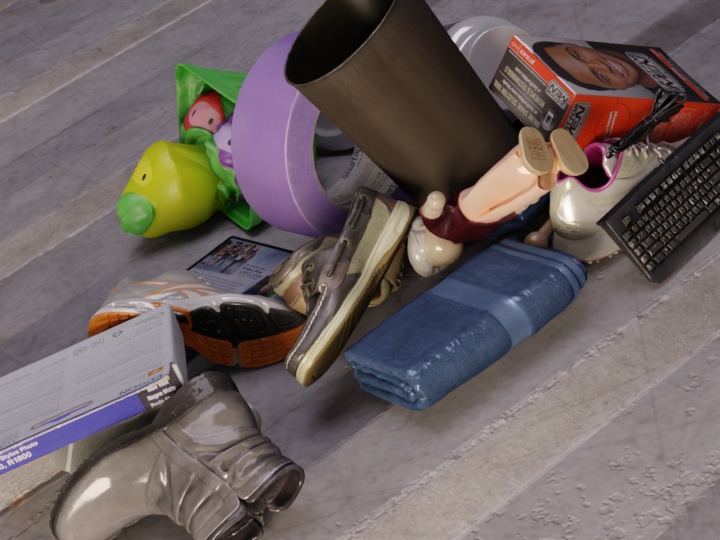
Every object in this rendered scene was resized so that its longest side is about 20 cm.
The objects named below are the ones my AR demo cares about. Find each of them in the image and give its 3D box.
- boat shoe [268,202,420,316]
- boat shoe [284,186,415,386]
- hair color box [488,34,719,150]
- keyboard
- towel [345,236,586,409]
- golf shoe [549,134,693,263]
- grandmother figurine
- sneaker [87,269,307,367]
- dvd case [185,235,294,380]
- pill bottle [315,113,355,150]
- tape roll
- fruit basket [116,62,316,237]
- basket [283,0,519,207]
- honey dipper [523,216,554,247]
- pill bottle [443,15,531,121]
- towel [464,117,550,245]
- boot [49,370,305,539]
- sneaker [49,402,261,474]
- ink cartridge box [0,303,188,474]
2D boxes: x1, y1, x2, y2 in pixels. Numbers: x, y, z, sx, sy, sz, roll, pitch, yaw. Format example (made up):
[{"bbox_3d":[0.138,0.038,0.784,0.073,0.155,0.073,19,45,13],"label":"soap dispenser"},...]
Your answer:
[{"bbox_3d":[0.000,0.000,1.701,0.199,0.074,0.076,-27,-16,-46],"label":"boat shoe"},{"bbox_3d":[-0.021,0.010,1.593,0.066,0.072,0.202,28,58,6],"label":"boat shoe"},{"bbox_3d":[0.226,-0.160,1.712,0.199,0.062,0.102,-2,39,-40],"label":"hair color box"},{"bbox_3d":[0.276,-0.087,1.632,0.200,0.127,0.021,-40,-4,-33],"label":"keyboard"},{"bbox_3d":[0.092,0.046,1.565,0.199,0.049,0.111,-34,29,-25],"label":"towel"},{"bbox_3d":[0.250,-0.086,1.665,0.199,0.092,0.075,-32,29,-23],"label":"golf shoe"},{"bbox_3d":[0.103,-0.054,1.617,0.200,0.120,0.061,-42,49,47],"label":"grandmother figurine"},{"bbox_3d":[-0.144,0.032,1.694,0.198,0.076,0.092,2,37,6],"label":"sneaker"},{"bbox_3d":[-0.147,0.036,1.784,0.200,0.018,0.142,-39,33,-30],"label":"dvd case"},{"bbox_3d":[-0.003,-0.225,2.045,0.112,0.113,0.200,-3,33,29],"label":"pill bottle"},{"bbox_3d":[-0.024,-0.130,1.799,0.085,0.201,0.200,15,44,45],"label":"tape roll"},{"bbox_3d":[-0.166,-0.120,1.953,0.213,0.157,0.216,-1,22,1],"label":"fruit basket"},{"bbox_3d":[0.046,-0.152,1.680,0.135,0.200,0.181,-31,25,25],"label":"basket"},{"bbox_3d":[0.206,-0.076,1.740,0.038,0.038,0.200,5,42,39],"label":"honey dipper"},{"bbox_3d":[0.112,-0.195,1.861,0.110,0.111,0.200,-27,8,-13],"label":"pill bottle"},{"bbox_3d":[0.154,-0.103,1.777,0.111,0.049,0.200,-19,23,43],"label":"towel"},{"bbox_3d":[-0.149,0.184,1.470,0.200,0.070,0.132,-43,54,7],"label":"boot"},{"bbox_3d":[-0.171,0.124,1.593,0.199,0.071,0.080,-7,28,25],"label":"sneaker"},{"bbox_3d":[-0.239,0.111,1.553,0.198,0.041,0.200,-24,17,2],"label":"ink cartridge box"}]
